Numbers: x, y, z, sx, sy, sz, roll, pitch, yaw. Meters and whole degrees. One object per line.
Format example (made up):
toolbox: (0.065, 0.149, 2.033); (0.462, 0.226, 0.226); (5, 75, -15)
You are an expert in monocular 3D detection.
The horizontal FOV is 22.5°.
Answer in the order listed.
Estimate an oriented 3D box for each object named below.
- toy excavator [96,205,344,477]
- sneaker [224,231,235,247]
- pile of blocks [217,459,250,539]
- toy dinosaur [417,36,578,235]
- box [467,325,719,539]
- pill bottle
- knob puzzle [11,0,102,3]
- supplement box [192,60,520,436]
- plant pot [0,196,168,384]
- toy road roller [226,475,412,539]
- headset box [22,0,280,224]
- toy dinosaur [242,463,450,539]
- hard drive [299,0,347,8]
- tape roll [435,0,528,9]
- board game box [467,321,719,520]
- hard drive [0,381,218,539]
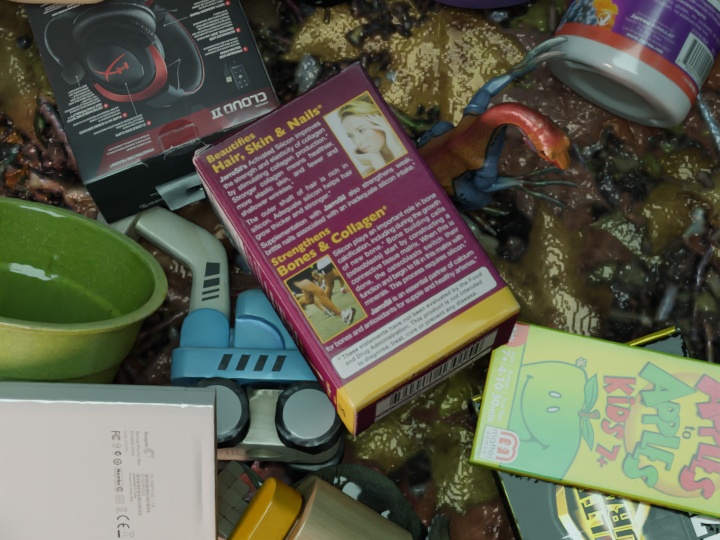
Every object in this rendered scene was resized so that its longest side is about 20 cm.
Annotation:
toy excavator: (-0.096, 0.040, 1.291); (0.194, 0.100, 0.200); (2, 68, 2)
sneaker: (0.000, 0.000, 1.284); (0.200, 0.075, 0.082); (36, 102, 6)
pile of blocks: (-0.127, 0.225, 1.259); (0.062, 0.082, 0.200); (41, 109, 4)
toy dinosaur: (0.078, -0.069, 1.246); (0.200, 0.181, 0.105); (-30, 83, -2)
box: (0.184, 0.159, 1.281); (0.159, 0.049, 0.200); (-18, 82, -3)
pill bottle: (0.224, -0.214, 1.299); (0.111, 0.111, 0.200); (27, 83, 5)
knob puzzle: (-0.214, -0.267, 1.309); (0.219, 0.030, 0.220); (-7, 54, 9)
supplement box: (-0.004, -0.013, 1.192); (0.131, 0.103, 0.200); (-30, 78, -8)
plant pot: (-0.246, 0.075, 1.228); (0.200, 0.200, 0.190); (16, 113, 3)
toy road roller: (-0.041, 0.241, 1.144); (0.123, 0.146, 0.200); (32, 86, -12)
headset box: (-0.144, -0.138, 1.292); (0.148, 0.075, 0.200); (-22, 68, -2)
toy dinosaur: (0.001, 0.182, 1.262); (0.200, 0.077, 0.102); (40, 81, -9)
hard drive: (-0.074, -0.270, 1.274); (0.038, 0.200, 0.140); (-15, 80, 31)
tape roll: (0.088, -0.297, 1.308); (0.200, 0.085, 0.200); (-3, 78, 12)
board game box: (0.182, 0.104, 1.241); (0.200, 0.048, 0.102); (12, 81, 4)
hard drive: (-0.191, 0.128, 1.151); (0.200, 0.026, 0.132); (2, 125, -1)
